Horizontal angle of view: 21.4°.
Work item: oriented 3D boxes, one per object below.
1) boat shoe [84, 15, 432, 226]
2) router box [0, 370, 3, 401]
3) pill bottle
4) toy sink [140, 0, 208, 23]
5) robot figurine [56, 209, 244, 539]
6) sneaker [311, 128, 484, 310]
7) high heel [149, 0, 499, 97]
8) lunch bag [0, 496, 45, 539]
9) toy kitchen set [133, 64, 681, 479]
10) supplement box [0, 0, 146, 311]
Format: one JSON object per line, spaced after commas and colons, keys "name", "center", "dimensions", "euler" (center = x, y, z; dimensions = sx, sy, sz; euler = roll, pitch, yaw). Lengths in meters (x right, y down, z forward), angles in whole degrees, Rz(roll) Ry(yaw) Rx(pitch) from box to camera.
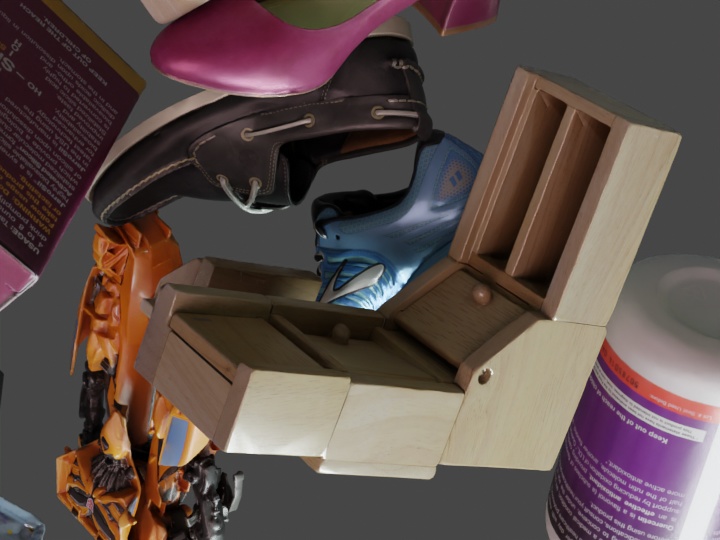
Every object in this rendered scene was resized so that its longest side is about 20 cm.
{"name": "boat shoe", "center": [-0.056, -0.060, 0.966], "dimensions": [0.199, 0.072, 0.068], "euler": [-22, 79, 22]}
{"name": "router box", "center": [-0.263, 0.053, 1.010], "dimensions": [0.052, 0.200, 0.157], "euler": [-40, 110, 6]}
{"name": "pill bottle", "center": [0.162, 0.099, 1.009], "dimensions": [0.112, 0.113, 0.201], "euler": [13, 123, 2]}
{"name": "toy sink", "center": [-0.023, -0.215, 0.839], "dimensions": [0.199, 0.131, 0.112], "euler": [-26, 114, 23]}
{"name": "robot figurine", "center": [-0.119, 0.076, 1.049], "dimensions": [0.145, 0.058, 0.201], "euler": [38, 125, 40]}
{"name": "sneaker", "center": [0.000, 0.000, 1.012], "dimensions": [0.090, 0.078, 0.200], "euler": [45, 111, -6]}
{"name": "high heel", "center": [-0.004, -0.141, 0.865], "dimensions": [0.199, 0.067, 0.096], "euler": [-14, 136, -28]}
{"name": "lunch bag", "center": [-0.319, 0.180, 1.149], "dimensions": [0.199, 0.128, 0.170], "euler": [31, 125, -20]}
{"name": "toy kitchen set", "center": [0.000, -0.022, 0.890], "dimensions": [0.199, 0.163, 0.181], "euler": [8, 109, -41]}
{"name": "supplement box", "center": [-0.204, -0.045, 0.938], "dimensions": [0.131, 0.200, 0.103], "euler": [-38, 109, 27]}
